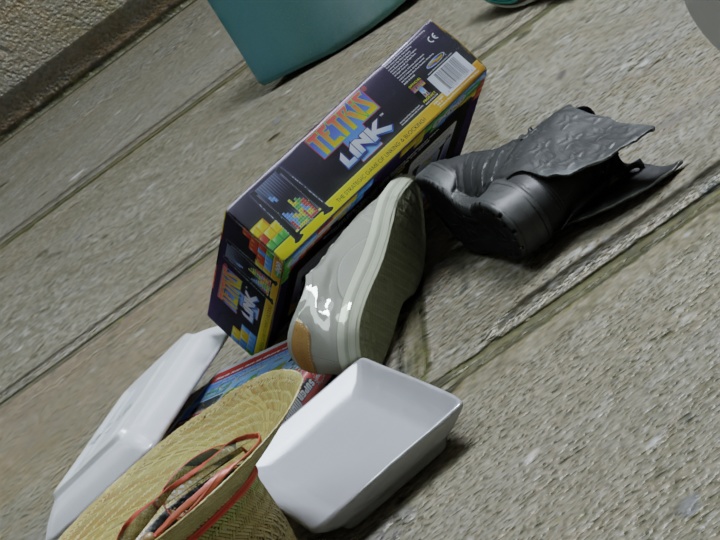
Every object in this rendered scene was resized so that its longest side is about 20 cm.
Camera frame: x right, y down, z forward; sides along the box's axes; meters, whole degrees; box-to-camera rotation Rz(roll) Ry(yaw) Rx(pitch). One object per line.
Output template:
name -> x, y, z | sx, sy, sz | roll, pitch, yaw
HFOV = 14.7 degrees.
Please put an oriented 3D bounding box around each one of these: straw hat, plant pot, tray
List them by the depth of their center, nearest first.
straw hat -> -0.078, 0.143, 1.457 | 0.201, 0.085, 0.201 | -39, 10, 8
tray -> -0.007, 0.100, 1.550 | 0.107, 0.022, 0.200 | -40, 14, -9
tray -> -0.149, 0.100, 1.835 | 0.107, 0.022, 0.200 | -44, 7, 24
plant pot -> -0.026, -0.293, 2.641 | 0.200, 0.141, 0.141 | -16, 25, 39

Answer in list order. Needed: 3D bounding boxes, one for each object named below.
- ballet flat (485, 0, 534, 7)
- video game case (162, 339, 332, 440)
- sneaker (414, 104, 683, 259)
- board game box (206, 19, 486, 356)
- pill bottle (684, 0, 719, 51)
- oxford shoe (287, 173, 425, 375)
ballet flat -> 0.143, -0.251, 2.243 | 0.069, 0.070, 0.200 | -42, 19, -18
video game case -> -0.089, 0.107, 1.744 | 0.143, 0.017, 0.200 | -25, 19, 43
sneaker -> 0.110, -0.058, 1.700 | 0.104, 0.060, 0.200 | -39, 17, -9
board game box -> -0.011, -0.051, 1.837 | 0.200, 0.057, 0.165 | -44, -12, -23
pill bottle -> 0.282, -0.207, 1.621 | 0.200, 0.112, 0.112 | -43, 15, -19
oxford shoe -> 0.000, 0.000, 1.736 | 0.058, 0.075, 0.200 | -3, 31, 20
